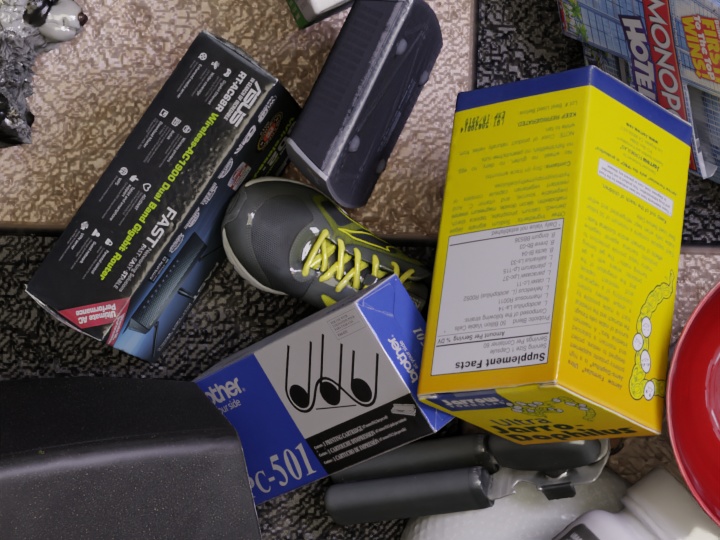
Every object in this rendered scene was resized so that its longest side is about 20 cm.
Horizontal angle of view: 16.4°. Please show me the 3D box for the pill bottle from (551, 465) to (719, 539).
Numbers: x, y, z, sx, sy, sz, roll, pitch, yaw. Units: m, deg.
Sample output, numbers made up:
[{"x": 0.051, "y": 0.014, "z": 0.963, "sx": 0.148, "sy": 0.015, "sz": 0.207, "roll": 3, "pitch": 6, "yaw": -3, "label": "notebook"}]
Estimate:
[{"x": 0.142, "y": 0.222, "z": 1.550, "sx": 0.200, "sy": 0.114, "sz": 0.114, "roll": -40, "pitch": 94, "yaw": -3, "label": "pill bottle"}]

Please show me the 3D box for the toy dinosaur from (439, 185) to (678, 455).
[{"x": 0.115, "y": 0.026, "z": 1.636, "sx": 0.200, "sy": 0.086, "sz": 0.136, "roll": 35, "pitch": 89, "yaw": 4, "label": "toy dinosaur"}]

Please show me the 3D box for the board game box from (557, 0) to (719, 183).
[{"x": 0.210, "y": -0.135, "z": 1.550, "sx": 0.062, "sy": 0.200, "sz": 0.200, "roll": -29, "pitch": 125, "yaw": -24, "label": "board game box"}]

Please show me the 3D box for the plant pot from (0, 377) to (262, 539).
[{"x": -0.160, "y": 0.166, "z": 1.559, "sx": 0.177, "sy": 0.200, "sz": 0.200, "roll": -15, "pitch": 105, "yaw": -13, "label": "plant pot"}]

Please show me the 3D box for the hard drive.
[{"x": 0.003, "y": -0.108, "z": 1.572, "sx": 0.042, "sy": 0.200, "sz": 0.135, "roll": 26, "pitch": 91, "yaw": 7, "label": "hard drive"}]

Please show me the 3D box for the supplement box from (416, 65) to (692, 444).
[{"x": 0.119, "y": -0.006, "z": 1.510, "sx": 0.109, "sy": 0.109, "sz": 0.200, "roll": 26, "pitch": 66, "yaw": -43, "label": "supplement box"}]

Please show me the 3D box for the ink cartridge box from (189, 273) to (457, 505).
[{"x": -0.025, "y": 0.079, "z": 1.580, "sx": 0.044, "sy": 0.200, "sz": 0.094, "roll": -35, "pitch": 95, "yaw": -41, "label": "ink cartridge box"}]

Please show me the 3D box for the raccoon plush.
[{"x": -0.276, "y": -0.158, "z": 1.602, "sx": 0.200, "sy": 0.097, "sz": 0.134, "roll": 8, "pitch": 83, "yaw": -5, "label": "raccoon plush"}]

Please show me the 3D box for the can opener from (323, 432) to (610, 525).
[{"x": 0.067, "y": 0.122, "z": 1.612, "sx": 0.200, "sy": 0.053, "sz": 0.066, "roll": -13, "pitch": 133, "yaw": 25, "label": "can opener"}]

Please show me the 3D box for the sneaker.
[{"x": 0.000, "y": 0.000, "z": 1.594, "sx": 0.200, "sy": 0.085, "sz": 0.075, "roll": 31, "pitch": 79, "yaw": -36, "label": "sneaker"}]

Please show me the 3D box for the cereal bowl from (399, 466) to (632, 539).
[{"x": 0.121, "y": 0.219, "z": 1.647, "sx": 0.200, "sy": 0.083, "sz": 0.200, "roll": 0, "pitch": 91, "yaw": -6, "label": "cereal bowl"}]

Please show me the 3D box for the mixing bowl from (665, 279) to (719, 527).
[{"x": 0.274, "y": 0.078, "z": 1.528, "sx": 0.200, "sy": 0.108, "sz": 0.200, "roll": 0, "pitch": 90, "yaw": -6, "label": "mixing bowl"}]

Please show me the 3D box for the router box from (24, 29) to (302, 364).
[{"x": -0.116, "y": -0.042, "z": 1.582, "sx": 0.062, "sy": 0.150, "sz": 0.200, "roll": 34, "pitch": 89, "yaw": 10, "label": "router box"}]

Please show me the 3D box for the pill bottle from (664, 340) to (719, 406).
[{"x": 0.294, "y": 0.114, "z": 1.643, "sx": 0.116, "sy": 0.116, "sz": 0.200, "roll": -40, "pitch": 95, "yaw": -3, "label": "pill bottle"}]

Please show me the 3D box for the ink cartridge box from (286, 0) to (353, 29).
[{"x": -0.039, "y": -0.264, "z": 1.588, "sx": 0.084, "sy": 0.145, "sz": 0.200, "roll": -25, "pitch": 93, "yaw": -4, "label": "ink cartridge box"}]
